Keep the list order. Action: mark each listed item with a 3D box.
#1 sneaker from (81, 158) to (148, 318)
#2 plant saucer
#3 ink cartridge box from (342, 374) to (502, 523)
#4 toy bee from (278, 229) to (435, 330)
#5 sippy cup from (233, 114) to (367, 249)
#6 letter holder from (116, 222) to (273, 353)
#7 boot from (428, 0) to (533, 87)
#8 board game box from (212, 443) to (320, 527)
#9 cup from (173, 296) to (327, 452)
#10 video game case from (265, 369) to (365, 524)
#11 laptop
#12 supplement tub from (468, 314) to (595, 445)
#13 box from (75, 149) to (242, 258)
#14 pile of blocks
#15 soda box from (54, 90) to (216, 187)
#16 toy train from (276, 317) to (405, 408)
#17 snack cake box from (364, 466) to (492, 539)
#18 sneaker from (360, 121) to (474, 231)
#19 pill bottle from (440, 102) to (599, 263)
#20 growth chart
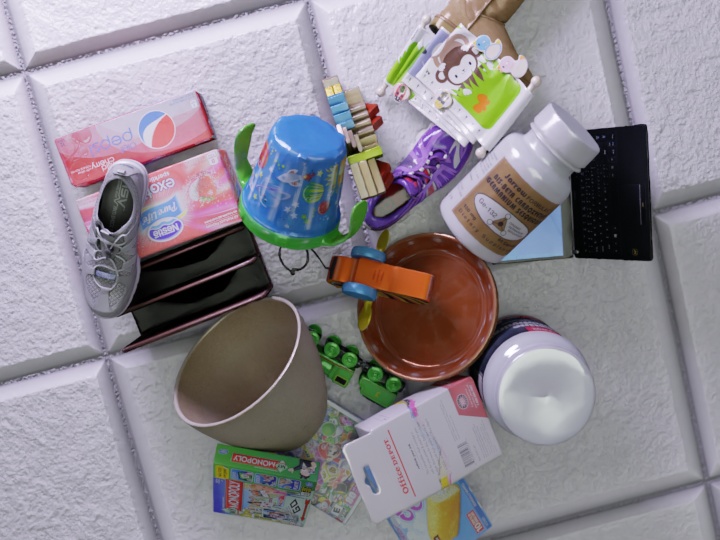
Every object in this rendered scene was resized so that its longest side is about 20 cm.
[{"bbox_3d":[-0.312,-0.038,1.128,0.074,0.082,0.202,7,97,-2],"label":"sneaker"},{"bbox_3d":[0.091,0.050,1.235,0.198,0.032,0.202,-5,78,22],"label":"plant saucer"},{"bbox_3d":[0.072,0.231,1.195,0.199,0.067,0.117,-24,95,-19],"label":"ink cartridge box"},{"bbox_3d":[0.000,0.000,1.225,0.199,0.109,0.131,35,81,3],"label":"toy bee"},{"bbox_3d":[-0.077,-0.118,1.145,0.176,0.140,0.131,12,131,-9],"label":"sippy cup"},{"bbox_3d":[-0.228,0.021,1.203,0.198,0.142,0.101,-21,97,1],"label":"letter holder"},{"bbox_3d":[0.211,-0.360,1.211,0.175,0.066,0.201,37,93,-3],"label":"boot"},{"bbox_3d":[-0.130,0.292,1.223,0.133,0.201,0.029,10,58,-3],"label":"board game box"},{"bbox_3d":[-0.122,0.156,1.196,0.200,0.201,0.143,-38,125,3],"label":"cup"},{"bbox_3d":[-0.068,0.251,1.298,0.199,0.018,0.144,32,95,-5],"label":"video game case"},{"bbox_3d":[0.277,-0.098,1.224,0.103,0.199,0.179,-11,99,-37],"label":"laptop"},{"bbox_3d":[0.222,0.141,1.202,0.139,0.200,0.142,0,97,-2],"label":"supplement tub"},{"bbox_3d":[-0.259,-0.081,1.214,0.198,0.095,0.104,-19,98,0],"label":"box"},{"bbox_3d":[0.002,-0.184,1.191,0.062,0.082,0.202,-19,68,2],"label":"pile of blocks"},{"bbox_3d":[-0.298,-0.175,1.218,0.198,0.063,0.071,-20,97,0],"label":"soda box"},{"bbox_3d":[-0.030,0.128,1.275,0.199,0.042,0.057,29,106,-4],"label":"toy train"},{"bbox_3d":[0.080,0.302,1.267,0.115,0.067,0.201,-34,100,-16],"label":"snack cake box"},{"bbox_3d":[0.081,-0.125,1.226,0.081,0.083,0.200,42,93,-6],"label":"sneaker"},{"bbox_3d":[0.208,-0.115,1.186,0.114,0.114,0.200,41,114,-6],"label":"pill bottle"},{"bbox_3d":[0.127,-0.244,1.186,0.199,0.018,0.145,38,112,22],"label":"growth chart"}]
